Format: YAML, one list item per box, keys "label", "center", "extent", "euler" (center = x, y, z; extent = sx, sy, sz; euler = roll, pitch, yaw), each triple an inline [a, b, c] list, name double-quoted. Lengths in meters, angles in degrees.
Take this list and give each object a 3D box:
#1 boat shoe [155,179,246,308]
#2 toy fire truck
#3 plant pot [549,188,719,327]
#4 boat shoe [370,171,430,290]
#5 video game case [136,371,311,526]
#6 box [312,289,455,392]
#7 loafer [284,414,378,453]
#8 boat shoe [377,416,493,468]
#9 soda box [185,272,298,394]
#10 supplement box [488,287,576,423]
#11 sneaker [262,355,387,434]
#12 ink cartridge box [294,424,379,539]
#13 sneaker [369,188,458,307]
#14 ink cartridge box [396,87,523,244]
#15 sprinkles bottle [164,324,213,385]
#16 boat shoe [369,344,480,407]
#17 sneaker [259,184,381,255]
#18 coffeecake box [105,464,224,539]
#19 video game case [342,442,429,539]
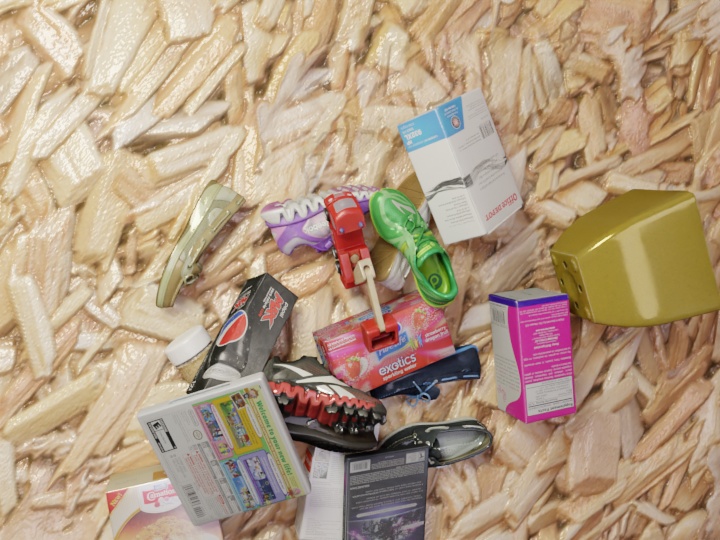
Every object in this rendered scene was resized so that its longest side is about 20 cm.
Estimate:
- label: "boat shoe"
  center: [-0.237, -0.031, 1.028]
  extent: [0.063, 0.073, 0.203]
  euler: [26, 80, -11]
- label: "toy fire truck"
  center: [0.000, 0.000, 1.012]
  extent: [0.048, 0.141, 0.202]
  euler: [-17, 121, -10]
- label: "plant pot"
  center: [0.436, -0.007, 1.167]
  extent: [0.198, 0.194, 0.198]
  euler: [-21, 99, -4]
- label: "boat shoe"
  center: [0.076, -0.064, 1.122]
  extent: [0.069, 0.070, 0.202]
  euler: [35, 75, -42]
- label: "video game case"
  center: [-0.183, 0.250, 0.963]
  extent: [0.180, 0.022, 0.202]
  euler: [-17, 113, 5]
- label: "box"
  center: [0.035, 0.113, 1.102]
  extent: [0.198, 0.095, 0.101]
  euler: [-21, 99, -13]
- label: "loafer"
  center: [-0.062, 0.224, 1.047]
  extent: [0.198, 0.073, 0.072]
  euler: [18, 66, -18]
- label: "boat shoe"
  center: [0.123, 0.289, 1.159]
  extent: [0.197, 0.060, 0.077]
  euler: [-16, 99, -14]
- label: "soda box"
  center: [-0.169, 0.105, 1.017]
  extent: [0.071, 0.063, 0.202]
  euler: [39, 58, -25]
- label: "supplement box"
  center: [0.286, 0.139, 1.174]
  extent: [0.102, 0.101, 0.203]
  euler: [-6, 97, -16]
- label: "sneaker"
  center: [-0.055, 0.172, 1.007]
  extent: [0.197, 0.071, 0.099]
  euler: [13, 46, -9]
- label: "ink cartridge box"
  center: [-0.036, 0.327, 1.123]
  extent: [0.107, 0.050, 0.203]
  euler: [8, 91, -16]
- label: "sneaker"
  center: [0.088, -0.039, 1.033]
  extent: [0.074, 0.084, 0.201]
  euler: [-35, 93, -15]
- label: "ink cartridge box"
  center: [0.160, -0.162, 1.094]
  extent: [0.145, 0.083, 0.202]
  euler: [-34, 105, -46]
- label: "sprinkles bottle"
  center: [-0.211, 0.181, 1.051]
  extent: [0.068, 0.068, 0.201]
  euler: [-34, 102, -11]
- label: "boat shoe"
  center: [0.112, 0.179, 1.135]
  extent: [0.197, 0.084, 0.070]
  euler: [-17, 87, -12]
- label: "sneaker"
  center: [-0.051, -0.076, 1.079]
  extent: [0.197, 0.080, 0.090]
  euler: [-14, 105, -10]
- label: "coffeecake box"
  center: [-0.283, 0.395, 1.045]
  extent: [0.151, 0.073, 0.203]
  euler: [-9, 96, -14]
- label: "video game case"
  center: [0.039, 0.379, 1.110]
  extent: [0.141, 0.019, 0.203]
  euler: [-3, 103, -22]
